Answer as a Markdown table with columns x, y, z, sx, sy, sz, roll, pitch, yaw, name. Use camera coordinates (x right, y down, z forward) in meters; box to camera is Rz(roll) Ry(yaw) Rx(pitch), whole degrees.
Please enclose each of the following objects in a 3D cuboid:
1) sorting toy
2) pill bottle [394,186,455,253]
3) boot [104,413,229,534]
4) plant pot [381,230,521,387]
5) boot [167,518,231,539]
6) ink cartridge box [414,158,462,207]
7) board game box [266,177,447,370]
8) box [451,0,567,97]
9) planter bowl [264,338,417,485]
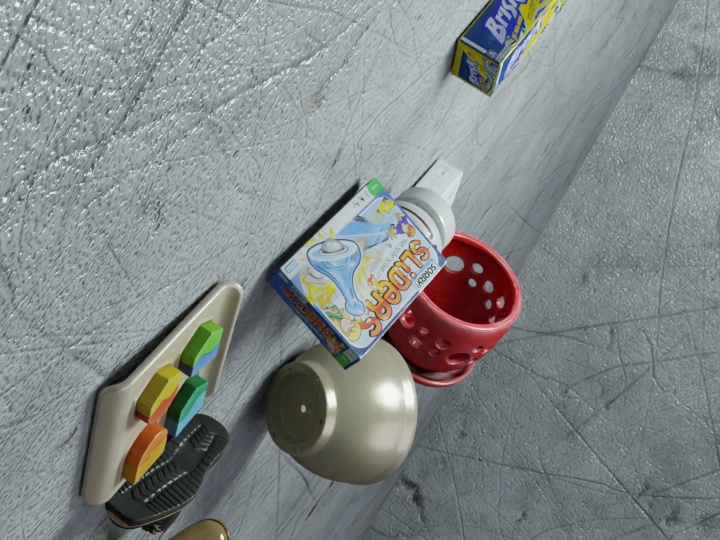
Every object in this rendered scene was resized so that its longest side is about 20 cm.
| x | y | z | sx | sy | sz | roll | pitch | yaw | name |
| --- | --- | --- | --- | --- | --- | --- | --- | --- | --- |
| -0.189 | 0.124 | 1.186 | 0.200 | 0.036 | 0.186 | -44 | 162 | -44 | sorting toy |
| 0.035 | -0.020 | 1.513 | 0.200 | 0.109 | 0.110 | -44 | 161 | -45 | pill bottle |
| -0.223 | 0.256 | 1.302 | 0.139 | 0.077 | 0.200 | -59 | 167 | 27 | boot |
| 0.127 | 0.065 | 1.884 | 0.200 | 0.200 | 0.183 | -44 | 170 | -44 | plant pot |
| -0.236 | 0.338 | 1.374 | 0.174 | 0.066 | 0.200 | -36 | 163 | -9 | boot |
| 0.064 | -0.043 | 1.711 | 0.200 | 0.057 | 0.163 | -53 | 167 | -38 | ink cartridge box |
| 0.000 | 0.000 | 1.376 | 0.034 | 0.136 | 0.200 | -36 | -172 | 49 | board game box |
| 0.196 | -0.316 | 1.518 | 0.200 | 0.064 | 0.070 | -52 | 167 | -26 | box |
| -0.041 | 0.182 | 1.591 | 0.134 | 0.200 | 0.202 | 9 | 116 | -46 | planter bowl |
